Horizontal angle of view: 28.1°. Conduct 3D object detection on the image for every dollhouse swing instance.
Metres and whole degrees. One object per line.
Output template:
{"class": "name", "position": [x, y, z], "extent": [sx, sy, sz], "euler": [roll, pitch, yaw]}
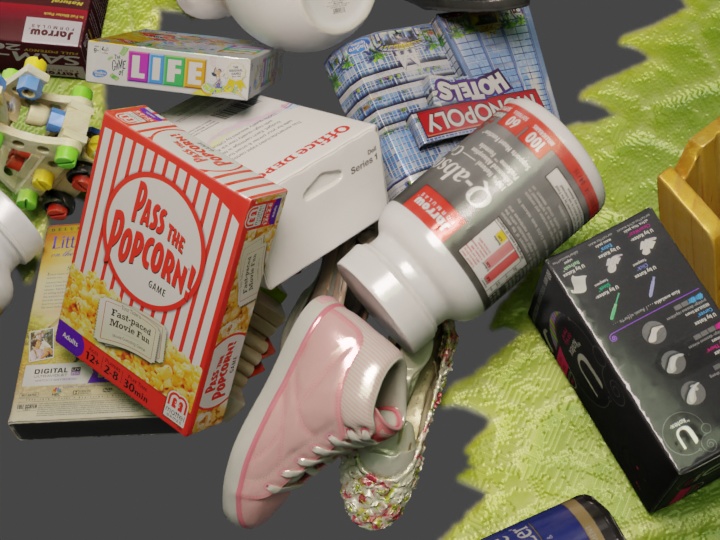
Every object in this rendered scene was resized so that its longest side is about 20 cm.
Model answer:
{"class": "dollhouse swing", "position": [0.380, -0.035, 1.187], "extent": [0.199, 0.182, 0.176], "euler": [-34, 50, -14]}

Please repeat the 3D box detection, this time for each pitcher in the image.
{"class": "pitcher", "position": [-0.053, -0.268, 1.281], "extent": [0.171, 0.122, 0.200], "euler": [-25, 26, -27]}

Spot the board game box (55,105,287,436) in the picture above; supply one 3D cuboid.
{"class": "board game box", "position": [-0.147, -0.001, 1.081], "extent": [0.151, 0.201, 0.046], "euler": [30, 27, 27]}

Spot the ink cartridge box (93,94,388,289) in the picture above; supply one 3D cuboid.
{"class": "ink cartridge box", "position": [-0.096, -0.073, 1.174], "extent": [0.199, 0.085, 0.144], "euler": [19, 41, 41]}

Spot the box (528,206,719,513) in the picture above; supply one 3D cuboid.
{"class": "box", "position": [0.233, 0.073, 1.157], "extent": [0.106, 0.122, 0.201], "euler": [-26, 68, -11]}

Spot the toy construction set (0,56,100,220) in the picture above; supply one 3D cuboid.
{"class": "toy construction set", "position": [-0.287, -0.108, 1.223], "extent": [0.130, 0.200, 0.093], "euler": [21, 74, -25]}

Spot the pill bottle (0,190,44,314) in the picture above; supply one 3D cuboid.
{"class": "pill bottle", "position": [-0.362, 0.020, 1.192], "extent": [0.112, 0.112, 0.200], "euler": [39, 72, 16]}

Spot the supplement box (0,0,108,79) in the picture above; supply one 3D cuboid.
{"class": "supplement box", "position": [-0.292, -0.284, 1.351], "extent": [0.108, 0.061, 0.202], "euler": [5, 68, 2]}

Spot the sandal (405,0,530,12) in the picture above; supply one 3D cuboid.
{"class": "sandal", "position": [0.081, -0.260, 1.277], "extent": [0.075, 0.048, 0.200], "euler": [-12, 22, -23]}

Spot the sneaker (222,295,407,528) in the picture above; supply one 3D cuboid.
{"class": "sneaker", "position": [-0.031, 0.130, 1.120], "extent": [0.104, 0.075, 0.201], "euler": [29, 101, 23]}

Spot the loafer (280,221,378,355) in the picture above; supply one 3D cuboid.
{"class": "loafer", "position": [0.000, 0.000, 1.211], "extent": [0.063, 0.072, 0.201], "euler": [2, 62, 46]}

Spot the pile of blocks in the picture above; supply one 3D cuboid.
{"class": "pile of blocks", "position": [-0.099, 0.044, 1.217], "extent": [0.062, 0.082, 0.201], "euler": [35, 75, -33]}

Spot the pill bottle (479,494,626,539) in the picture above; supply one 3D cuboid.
{"class": "pill bottle", "position": [0.108, 0.258, 1.085], "extent": [0.199, 0.112, 0.112], "euler": [-23, 68, -9]}

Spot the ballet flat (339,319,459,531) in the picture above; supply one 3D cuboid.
{"class": "ballet flat", "position": [0.029, 0.110, 1.176], "extent": [0.075, 0.064, 0.201], "euler": [15, 68, 5]}

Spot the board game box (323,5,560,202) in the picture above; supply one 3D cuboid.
{"class": "board game box", "position": [0.097, -0.125, 1.250], "extent": [0.199, 0.062, 0.201], "euler": [-15, 71, -31]}

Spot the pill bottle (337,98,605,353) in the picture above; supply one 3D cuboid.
{"class": "pill bottle", "position": [0.087, -0.033, 1.140], "extent": [0.200, 0.116, 0.116], "euler": [-40, 72, -8]}

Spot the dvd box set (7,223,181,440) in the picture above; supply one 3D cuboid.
{"class": "dvd box set", "position": [-0.204, 0.045, 1.191], "extent": [0.145, 0.029, 0.201], "euler": [-4, 53, 7]}

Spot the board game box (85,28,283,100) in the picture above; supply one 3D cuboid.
{"class": "board game box", "position": [-0.145, -0.180, 1.239], "extent": [0.133, 0.200, 0.035], "euler": [7, 103, 3]}
